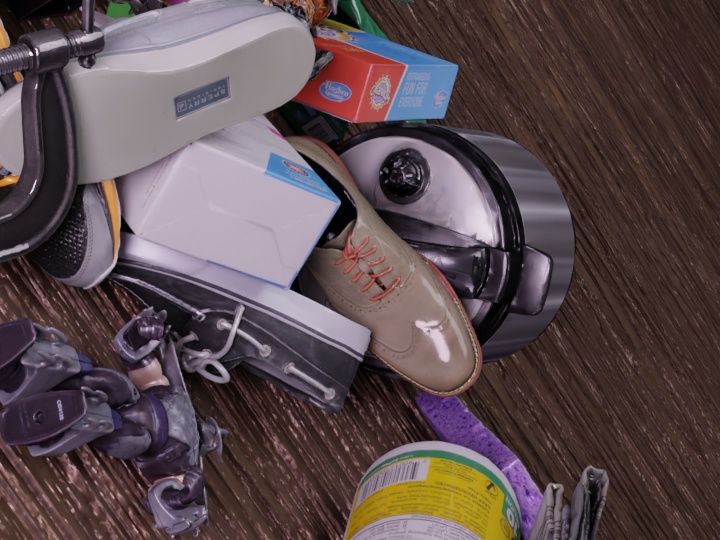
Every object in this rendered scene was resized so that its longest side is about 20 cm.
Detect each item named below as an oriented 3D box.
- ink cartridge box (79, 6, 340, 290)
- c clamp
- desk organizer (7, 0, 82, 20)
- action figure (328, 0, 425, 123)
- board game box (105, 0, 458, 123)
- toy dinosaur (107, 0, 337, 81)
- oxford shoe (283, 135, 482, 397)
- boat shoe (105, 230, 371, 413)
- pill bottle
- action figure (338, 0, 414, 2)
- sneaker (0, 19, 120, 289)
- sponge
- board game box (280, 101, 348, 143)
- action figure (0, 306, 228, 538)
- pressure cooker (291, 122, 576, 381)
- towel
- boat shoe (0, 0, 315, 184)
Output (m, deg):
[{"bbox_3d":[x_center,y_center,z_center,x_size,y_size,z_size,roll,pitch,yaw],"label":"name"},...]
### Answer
[{"bbox_3d":[-0.110,-0.077,1.316,0.115,0.068,0.200,21,17,-36],"label":"ink cartridge box"},{"bbox_3d":[-0.208,-0.074,1.075,0.199,0.027,0.172,-25,127,-34],"label":"c clamp"},{"bbox_3d":[-0.217,-0.199,1.315,0.077,0.071,0.200,64,24,1],"label":"desk organizer"},{"bbox_3d":[-0.021,-0.190,1.601,0.201,0.054,0.118,54,5,-26],"label":"action figure"},{"bbox_3d":[-0.052,-0.152,1.478,0.199,0.041,0.153,22,13,21],"label":"board game box"},{"bbox_3d":[-0.081,-0.161,1.319,0.136,0.102,0.200,45,16,1],"label":"toy dinosaur"},{"bbox_3d":[0.000,0.000,1.366,0.200,0.070,0.075,48,6,6],"label":"oxford shoe"},{"bbox_3d":[-0.087,0.033,1.316,0.198,0.073,0.069,26,79,-34],"label":"boat shoe"},{"bbox_3d":[0.036,0.202,1.320,0.113,0.112,0.200,52,24,-18],"label":"pill bottle"},{"bbox_3d":[-0.065,-0.211,1.454,0.199,0.055,0.118,-16,46,-43],"label":"action figure"},{"bbox_3d":[-0.209,-0.069,1.195,0.201,0.078,0.077,54,38,-7],"label":"sneaker"},{"bbox_3d":[0.100,0.150,1.504,0.112,0.030,0.200,54,-2,-17],"label":"sponge"},{"bbox_3d":[-0.072,-0.200,1.658,0.200,0.029,0.135,52,26,-20],"label":"board game box"},{"bbox_3d":[-0.127,0.081,1.187,0.200,0.069,0.131,24,38,-59],"label":"action figure"},{"bbox_3d":[0.042,-0.017,1.500,0.180,0.175,0.200,63,20,10],"label":"pressure cooker"},{"bbox_3d":[0.094,0.236,1.331,0.034,0.201,0.193,24,29,0],"label":"towel"},{"bbox_3d":[-0.123,-0.105,1.194,0.200,0.071,0.071,-20,40,-29],"label":"boat shoe"}]
